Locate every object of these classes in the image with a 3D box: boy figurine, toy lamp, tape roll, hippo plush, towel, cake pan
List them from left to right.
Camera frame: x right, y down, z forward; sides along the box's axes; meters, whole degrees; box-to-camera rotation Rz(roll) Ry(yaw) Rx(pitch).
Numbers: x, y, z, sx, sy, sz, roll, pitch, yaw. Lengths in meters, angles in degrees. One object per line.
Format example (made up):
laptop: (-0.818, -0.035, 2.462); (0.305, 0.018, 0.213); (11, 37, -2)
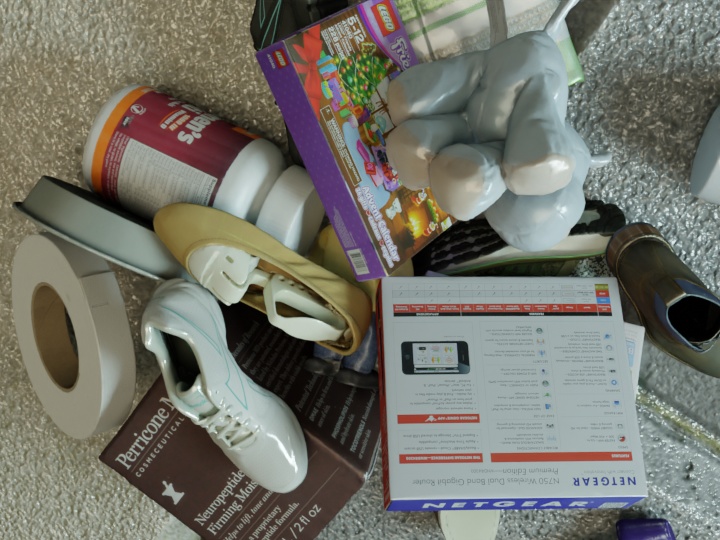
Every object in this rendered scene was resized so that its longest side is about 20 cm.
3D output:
tape roll: (-0.278, 0.060, 0.918); (0.202, 0.037, 0.205); (18, 115, 46)
cake pan: (-0.209, -0.032, 0.857); (0.199, 0.200, 0.037); (25, 90, 1)
boy figurine: (0.000, 0.000, 0.863); (0.124, 0.064, 0.202); (12, 90, 37)
towel: (0.087, -0.223, 0.808); (0.148, 0.031, 0.201); (-22, 105, 18)
hippo plush: (0.115, -0.104, 0.782); (0.158, 0.202, 0.161); (1, 155, 24)
toy lamp: (0.217, 0.294, 0.963); (0.199, 0.058, 0.059); (-21, 105, 19)

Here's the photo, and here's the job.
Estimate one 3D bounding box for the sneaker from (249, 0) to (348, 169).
sneaker: (-0.051, -0.187, 0.838); (0.079, 0.075, 0.202); (20, 121, 33)

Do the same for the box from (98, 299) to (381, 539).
box: (-0.100, 0.146, 0.908); (0.199, 0.164, 0.166); (38, 112, -4)

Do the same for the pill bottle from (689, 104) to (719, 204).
pill bottle: (0.375, -0.068, 0.766); (0.198, 0.112, 0.113); (17, 113, 4)

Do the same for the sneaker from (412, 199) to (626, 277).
sneaker: (0.143, 0.002, 0.863); (0.198, 0.077, 0.089); (-9, 117, 16)

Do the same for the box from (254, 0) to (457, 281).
box: (0.011, -0.112, 0.786); (0.039, 0.137, 0.201); (-9, 111, 46)

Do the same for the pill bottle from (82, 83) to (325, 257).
pill bottle: (-0.134, -0.079, 0.846); (0.199, 0.110, 0.110); (25, 113, 11)

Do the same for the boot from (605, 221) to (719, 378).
boot: (0.284, 0.052, 0.814); (0.075, 0.097, 0.200); (-41, 118, 15)

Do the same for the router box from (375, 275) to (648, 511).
router box: (0.113, 0.095, 0.761); (0.198, 0.049, 0.181); (1, 67, -4)

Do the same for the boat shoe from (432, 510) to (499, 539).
boat shoe: (0.085, 0.195, 0.949); (0.071, 0.059, 0.201); (-26, 112, -23)

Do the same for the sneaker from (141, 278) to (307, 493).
sneaker: (-0.115, 0.105, 0.767); (0.070, 0.080, 0.201); (-31, 102, 15)

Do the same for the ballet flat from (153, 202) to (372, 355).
ballet flat: (-0.077, 0.009, 0.772); (0.199, 0.063, 0.069); (25, 131, -14)

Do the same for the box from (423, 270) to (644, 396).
box: (0.136, 0.092, 0.848); (0.198, 0.113, 0.102); (14, 156, 1)
